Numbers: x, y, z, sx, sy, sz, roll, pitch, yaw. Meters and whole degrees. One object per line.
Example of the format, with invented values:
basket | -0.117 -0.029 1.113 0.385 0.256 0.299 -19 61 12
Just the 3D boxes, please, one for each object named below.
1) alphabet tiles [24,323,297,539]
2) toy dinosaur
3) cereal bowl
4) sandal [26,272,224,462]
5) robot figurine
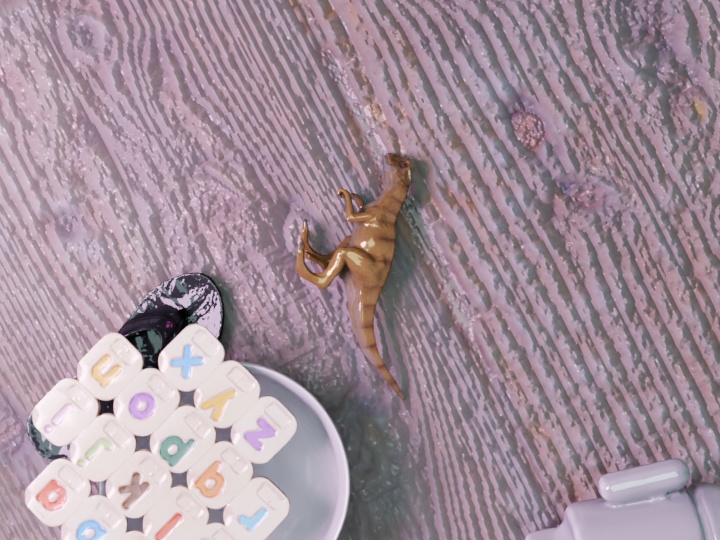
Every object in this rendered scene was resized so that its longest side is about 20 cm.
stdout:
alphabet tiles | -0.154 0.148 1.317 0.200 0.015 0.196 44 89 0
toy dinosaur | 0.000 0.000 1.381 0.106 0.060 0.201 9 89 -1
cereal bowl | -0.106 0.171 1.365 0.199 0.083 0.201 0 88 0
sandal | -0.187 0.084 1.384 0.200 0.048 0.075 -44 89 0
robot figurine | 0.233 0.231 1.350 0.199 0.113 0.170 -9 112 0
